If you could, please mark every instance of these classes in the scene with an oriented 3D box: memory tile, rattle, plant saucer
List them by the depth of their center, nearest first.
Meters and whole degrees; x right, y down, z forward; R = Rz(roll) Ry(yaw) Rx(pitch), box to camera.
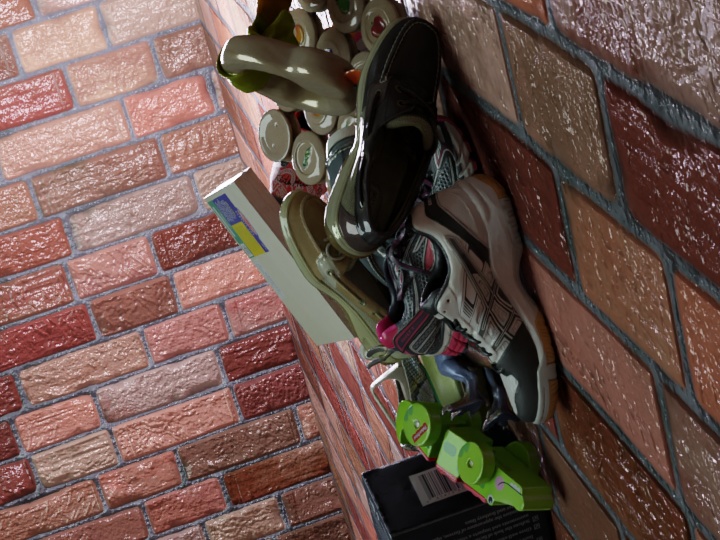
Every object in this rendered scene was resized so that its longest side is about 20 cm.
[{"bbox_3d":[-0.022,-0.199,1.414,0.130,0.144,0.199,43,159,-29],"label":"rattle"},{"bbox_3d":[-0.029,-0.168,1.499,0.153,0.017,0.202,38,125,38],"label":"memory tile"},{"bbox_3d":[0.091,0.091,1.663,0.200,0.031,0.202,161,90,-82],"label":"plant saucer"}]

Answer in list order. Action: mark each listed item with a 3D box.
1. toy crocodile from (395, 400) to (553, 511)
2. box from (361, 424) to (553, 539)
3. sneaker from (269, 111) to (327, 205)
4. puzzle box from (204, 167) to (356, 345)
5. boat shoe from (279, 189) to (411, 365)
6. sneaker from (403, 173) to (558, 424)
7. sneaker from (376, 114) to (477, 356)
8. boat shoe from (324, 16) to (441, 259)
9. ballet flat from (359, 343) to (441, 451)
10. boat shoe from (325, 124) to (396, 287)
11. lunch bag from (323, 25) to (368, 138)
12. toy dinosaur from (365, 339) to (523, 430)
[{"bbox_3d":[0.096,0.165,1.485,0.199,0.067,0.062,33,113,46],"label":"toy crocodile"},{"bbox_3d":[0.101,0.270,1.565,0.107,0.147,0.202,-121,15,-60],"label":"box"},{"bbox_3d":[-0.054,-0.136,1.752,0.202,0.066,0.109,-80,3,-67],"label":"sneaker"},{"bbox_3d":[-0.077,-0.011,1.707,0.201,0.025,0.133,53,163,-8],"label":"puzzle box"},{"bbox_3d":[0.000,0.002,1.567,0.201,0.063,0.073,56,-141,-20],"label":"boat shoe"},{"bbox_3d":[0.091,0.030,1.298,0.076,0.087,0.202,-161,52,-79],"label":"sneaker"},{"bbox_3d":[0.056,-0.027,1.369,0.081,0.074,0.202,-139,50,-74],"label":"sneaker"},{"bbox_3d":[0.031,-0.106,1.289,0.066,0.071,0.203,-9,59,55],"label":"boat shoe"},{"bbox_3d":[0.037,0.093,1.688,0.072,0.071,0.202,-138,31,-75],"label":"ballet flat"},{"bbox_3d":[0.018,-0.036,1.433,0.201,0.072,0.062,66,-170,-47],"label":"boat shoe"},{"bbox_3d":[0.006,-0.130,1.602,0.176,0.081,0.202,95,157,-82],"label":"lunch bag"},{"bbox_3d":[0.098,0.050,1.488,0.200,0.104,0.183,-43,47,44],"label":"toy dinosaur"}]
